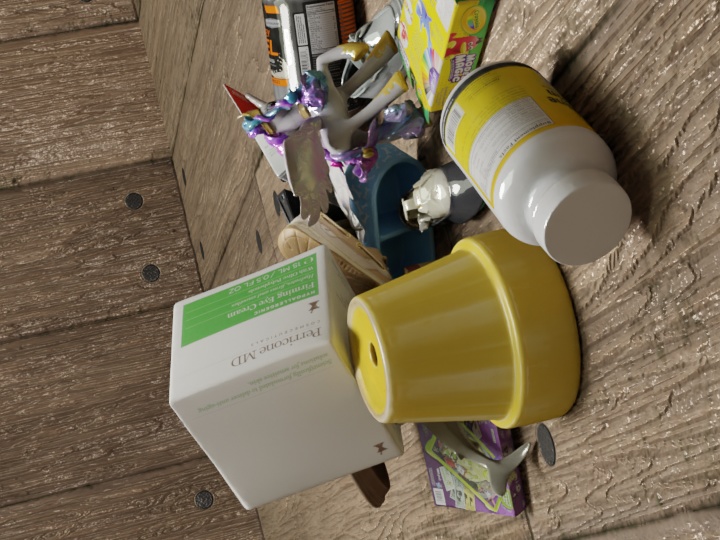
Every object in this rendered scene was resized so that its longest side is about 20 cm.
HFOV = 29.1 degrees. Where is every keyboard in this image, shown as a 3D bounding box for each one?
[{"bbox_3d":[-0.058,-0.080,1.874,0.200,0.021,0.128,15,-128,-63],"label":"keyboard"}]

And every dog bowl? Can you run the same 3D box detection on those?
[{"bbox_3d":[0.039,-0.053,1.675,0.049,0.111,0.201,19,122,47],"label":"dog bowl"}]

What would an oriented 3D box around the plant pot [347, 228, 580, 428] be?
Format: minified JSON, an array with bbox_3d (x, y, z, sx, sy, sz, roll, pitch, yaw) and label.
[{"bbox_3d":[0.094,0.069,1.398,0.201,0.188,0.202,169,90,-75],"label":"plant pot"}]

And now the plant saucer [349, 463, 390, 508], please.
[{"bbox_3d":[-0.011,0.215,1.819,0.201,0.029,0.200,62,-175,-9],"label":"plant saucer"}]

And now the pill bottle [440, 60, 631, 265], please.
[{"bbox_3d":[0.153,-0.092,1.202,0.200,0.112,0.112,-120,23,-50],"label":"pill bottle"}]

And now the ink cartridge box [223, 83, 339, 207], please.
[{"bbox_3d":[-0.080,-0.172,1.871,0.200,0.044,0.174,23,-148,-57],"label":"ink cartridge box"}]

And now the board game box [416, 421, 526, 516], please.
[{"bbox_3d":[0.116,0.178,1.578,0.120,0.032,0.201,2,110,47],"label":"board game box"}]

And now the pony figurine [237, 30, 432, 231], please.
[{"bbox_3d":[-0.027,-0.154,1.559,0.194,0.199,0.166,66,-166,14],"label":"pony figurine"}]

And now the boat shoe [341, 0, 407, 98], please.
[{"bbox_3d":[0.019,-0.257,1.647,0.201,0.071,0.070,119,137,-66],"label":"boat shoe"}]

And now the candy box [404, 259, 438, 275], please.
[{"bbox_3d":[0.100,0.102,1.659,0.115,0.055,0.201,-128,30,-58],"label":"candy box"}]

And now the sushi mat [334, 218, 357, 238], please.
[{"bbox_3d":[-0.031,-0.021,1.842,0.012,0.200,0.096,11,105,27],"label":"sushi mat"}]

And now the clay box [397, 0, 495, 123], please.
[{"bbox_3d":[0.085,-0.257,1.451,0.200,0.047,0.115,101,153,-60],"label":"clay box"}]

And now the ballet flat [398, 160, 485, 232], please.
[{"bbox_3d":[0.086,-0.079,1.548,0.200,0.073,0.073,154,103,-75],"label":"ballet flat"}]

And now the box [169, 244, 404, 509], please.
[{"bbox_3d":[-0.082,0.120,1.540,0.172,0.198,0.200,-97,-18,-50],"label":"box"}]

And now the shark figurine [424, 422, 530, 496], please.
[{"bbox_3d":[0.082,0.163,1.525,0.128,0.089,0.215,-40,78,46],"label":"shark figurine"}]

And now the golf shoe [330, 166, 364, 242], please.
[{"bbox_3d":[0.022,-0.070,1.796,0.094,0.078,0.201,29,140,67],"label":"golf shoe"}]

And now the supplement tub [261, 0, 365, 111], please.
[{"bbox_3d":[-0.063,-0.308,1.818,0.123,0.122,0.201,-140,41,-67],"label":"supplement tub"}]

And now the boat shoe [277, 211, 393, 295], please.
[{"bbox_3d":[0.000,0.000,1.614,0.200,0.069,0.074,41,136,-6],"label":"boat shoe"}]
